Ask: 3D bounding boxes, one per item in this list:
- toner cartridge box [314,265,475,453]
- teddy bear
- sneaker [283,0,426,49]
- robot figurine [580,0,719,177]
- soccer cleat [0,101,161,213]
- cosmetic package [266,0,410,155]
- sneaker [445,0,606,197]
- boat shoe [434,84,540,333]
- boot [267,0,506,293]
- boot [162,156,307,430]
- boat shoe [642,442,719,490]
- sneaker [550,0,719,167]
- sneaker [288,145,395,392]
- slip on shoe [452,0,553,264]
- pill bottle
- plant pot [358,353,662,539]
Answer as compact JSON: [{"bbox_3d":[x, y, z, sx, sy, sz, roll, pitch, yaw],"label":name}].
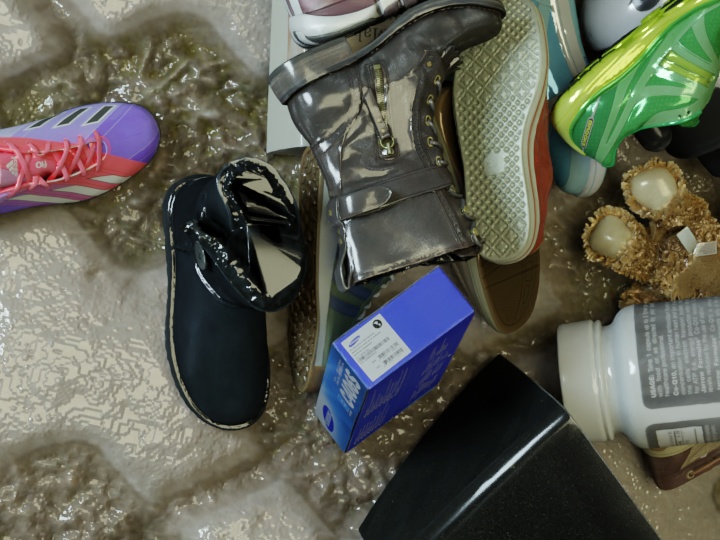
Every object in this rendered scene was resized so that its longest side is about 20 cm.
[{"bbox_3d":[0.021,0.069,1.200,0.095,0.200,0.043,-34,78,-15],"label":"toner cartridge box"},{"bbox_3d":[0.268,-0.010,1.347,0.199,0.067,0.145,17,101,-20],"label":"teddy bear"},{"bbox_3d":[0.025,-0.243,1.174,0.200,0.076,0.116,-25,94,-16],"label":"sneaker"},{"bbox_3d":[0.264,-0.170,1.318,0.125,0.150,0.200,-34,104,23],"label":"robot figurine"},{"bbox_3d":[-0.233,-0.075,1.179,0.199,0.073,0.068,-15,95,-18],"label":"soccer cleat"},{"bbox_3d":[-0.009,-0.186,1.246,0.103,0.087,0.201,1,90,-20],"label":"cosmetic package"},{"bbox_3d":[0.111,-0.145,1.294,0.130,0.080,0.201,-13,85,-20],"label":"sneaker"},{"bbox_3d":[0.083,-0.046,1.293,0.072,0.065,0.201,-32,110,-37],"label":"boat shoe"},{"bbox_3d":[0.043,-0.087,1.161,0.200,0.069,0.175,-24,83,-16],"label":"boot"},{"bbox_3d":[-0.089,0.023,1.179,0.076,0.168,0.201,-8,94,-18],"label":"boot"},{"bbox_3d":[0.322,0.121,1.376,0.200,0.072,0.072,-26,112,-17],"label":"boat shoe"},{"bbox_3d":[0.235,-0.152,1.225,0.200,0.074,0.084,-38,98,18],"label":"sneaker"},{"bbox_3d":[0.000,0.000,1.230,0.090,0.067,0.201,-5,120,-18],"label":"sneaker"},{"bbox_3d":[0.111,-0.104,1.237,0.074,0.061,0.201,-2,87,24],"label":"slip on shoe"},{"bbox_3d":[0.257,0.078,1.290,0.199,0.114,0.114,-6,93,12],"label":"pill bottle"},{"bbox_3d":[0.114,0.210,1.245,0.177,0.200,0.200,-38,102,-3],"label":"plant pot"}]
